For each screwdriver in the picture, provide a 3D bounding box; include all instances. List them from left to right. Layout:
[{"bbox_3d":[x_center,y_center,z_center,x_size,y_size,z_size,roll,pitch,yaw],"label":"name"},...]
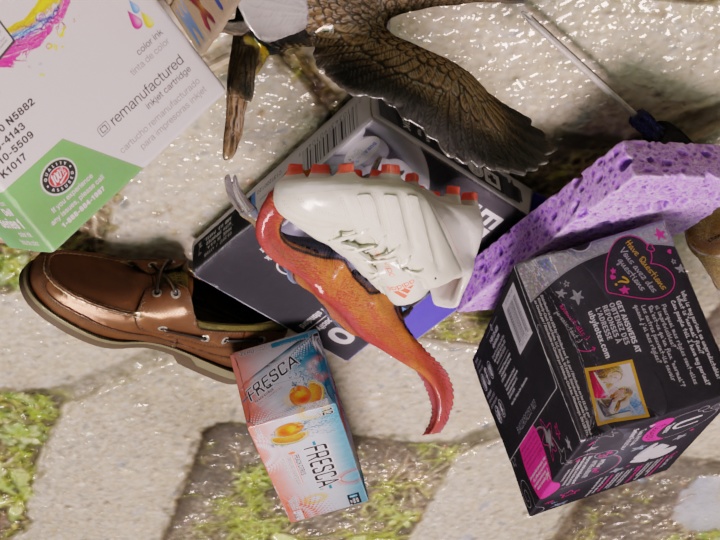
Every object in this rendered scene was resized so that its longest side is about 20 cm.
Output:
[{"bbox_3d":[0.169,-0.108,1.196,0.028,0.029,0.200,-32,133,29],"label":"screwdriver"}]

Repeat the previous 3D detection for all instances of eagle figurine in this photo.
[{"bbox_3d":[0.019,-0.147,1.091,0.199,0.151,0.152,5,128,10],"label":"eagle figurine"}]

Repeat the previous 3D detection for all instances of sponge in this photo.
[{"bbox_3d":[0.159,-0.026,1.236,0.111,0.030,0.200,0,154,-36],"label":"sponge"}]

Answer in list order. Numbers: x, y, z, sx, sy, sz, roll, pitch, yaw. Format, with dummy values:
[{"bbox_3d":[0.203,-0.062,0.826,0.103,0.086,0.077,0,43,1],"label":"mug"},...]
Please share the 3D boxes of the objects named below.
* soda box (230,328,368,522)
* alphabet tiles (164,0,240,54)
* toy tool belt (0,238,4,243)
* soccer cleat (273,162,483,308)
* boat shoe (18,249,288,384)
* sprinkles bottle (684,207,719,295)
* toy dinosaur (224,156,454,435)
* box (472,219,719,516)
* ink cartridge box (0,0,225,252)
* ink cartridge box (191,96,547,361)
[{"bbox_3d":[-0.043,0.120,1.374,0.068,0.064,0.200,-15,152,-1],"label":"soda box"},{"bbox_3d":[-0.109,-0.207,0.952,0.008,0.168,0.200,-32,-179,-16],"label":"alphabet tiles"},{"bbox_3d":[-0.295,-0.020,1.235,0.124,0.123,0.201,2,129,-7],"label":"toy tool belt"},{"bbox_3d":[0.017,-0.020,1.103,0.069,0.078,0.200,2,175,33],"label":"soccer cleat"},{"bbox_3d":[-0.143,0.018,1.306,0.199,0.072,0.068,18,135,-35],"label":"boat shoe"},{"bbox_3d":[0.299,0.022,1.314,0.068,0.068,0.200,-22,133,21],"label":"sprinkles bottle"},{"bbox_3d":[0.000,0.000,1.167,0.105,0.200,0.181,-34,164,22],"label":"toy dinosaur"},{"bbox_3d":[0.161,0.069,1.255,0.114,0.133,0.200,-16,161,-11],"label":"box"},{"bbox_3d":[-0.198,-0.132,1.038,0.200,0.145,0.084,52,161,-21],"label":"ink cartridge box"},{"bbox_3d":[0.018,-0.017,1.286,0.200,0.044,0.198,28,129,-29],"label":"ink cartridge box"}]
